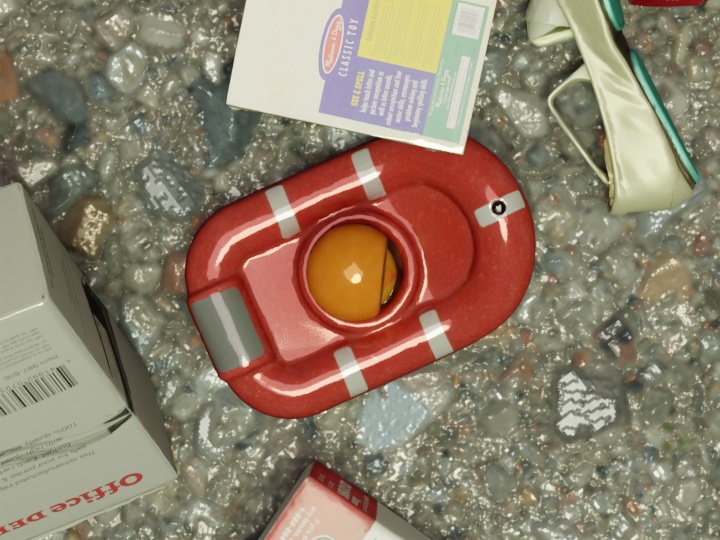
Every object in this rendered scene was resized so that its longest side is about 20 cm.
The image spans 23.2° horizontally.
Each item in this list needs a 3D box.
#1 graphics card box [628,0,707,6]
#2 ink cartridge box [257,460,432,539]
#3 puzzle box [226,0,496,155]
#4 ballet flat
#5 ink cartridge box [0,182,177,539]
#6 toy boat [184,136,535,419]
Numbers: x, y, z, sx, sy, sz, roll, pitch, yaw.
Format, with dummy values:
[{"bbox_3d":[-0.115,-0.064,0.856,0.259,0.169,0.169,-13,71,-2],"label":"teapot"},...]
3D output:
[{"bbox_3d":[0.173,-0.252,0.961,0.051,0.125,0.201,-2,92,1],"label":"graphics card box"},{"bbox_3d":[0.014,0.225,0.991,0.200,0.084,0.145,34,90,0],"label":"ink cartridge box"},{"bbox_3d":[0.011,-0.171,0.936,0.133,0.025,0.201,13,94,1],"label":"puzzle box"},{"bbox_3d":[0.129,-0.124,0.997,0.069,0.069,0.201,-21,90,1],"label":"ballet flat"},{"bbox_3d":[-0.201,0.063,0.933,0.144,0.200,0.084,-21,54,1],"label":"ink cartridge box"},{"bbox_3d":[0.000,0.000,0.964,0.199,0.131,0.131,-24,91,1],"label":"toy boat"}]
